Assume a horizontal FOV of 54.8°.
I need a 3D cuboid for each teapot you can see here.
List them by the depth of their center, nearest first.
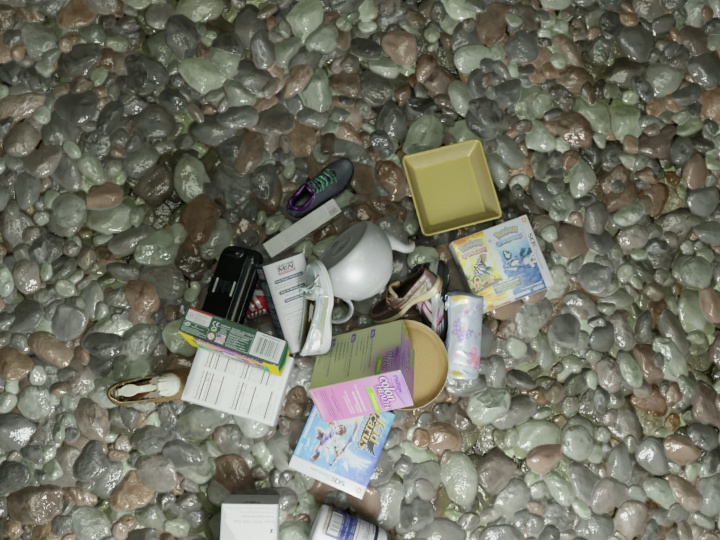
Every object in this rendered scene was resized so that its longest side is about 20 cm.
[{"bbox_3d":[0.000,0.000,1.557,0.146,0.199,0.198,47,39,-18],"label":"teapot"}]

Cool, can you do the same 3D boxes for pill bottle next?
[{"bbox_3d":[-0.010,0.591,1.487,0.199,0.111,0.112,23,80,0],"label":"pill bottle"}]

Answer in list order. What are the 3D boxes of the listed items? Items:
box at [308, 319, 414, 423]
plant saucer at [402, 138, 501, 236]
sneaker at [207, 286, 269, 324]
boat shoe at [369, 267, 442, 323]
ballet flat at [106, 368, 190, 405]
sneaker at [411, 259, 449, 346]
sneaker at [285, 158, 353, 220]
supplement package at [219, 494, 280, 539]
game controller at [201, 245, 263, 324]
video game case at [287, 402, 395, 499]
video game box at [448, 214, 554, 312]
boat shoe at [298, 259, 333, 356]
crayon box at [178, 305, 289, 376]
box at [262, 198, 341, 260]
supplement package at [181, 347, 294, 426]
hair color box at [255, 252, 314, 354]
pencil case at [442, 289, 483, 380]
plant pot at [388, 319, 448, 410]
[{"bbox_3d":[0.008,0.213,1.480,0.198,0.176,0.097,-15,118,14],"label":"box"},{"bbox_3d":[0.215,-0.194,1.658,0.198,0.048,0.202,-14,82,-5],"label":"plant saucer"},{"bbox_3d":[-0.252,0.099,1.569,0.198,0.071,0.113,4,77,5],"label":"sneaker"},{"bbox_3d":[0.087,0.051,1.552,0.072,0.199,0.073,38,40,-30],"label":"boat shoe"},{"bbox_3d":[-0.461,0.258,1.529,0.198,0.072,0.068,-7,81,-5],"label":"ballet flat"},{"bbox_3d":[0.159,0.075,1.607,0.086,0.080,0.202,2,92,34],"label":"sneaker"},{"bbox_3d":[-0.090,-0.193,1.617,0.200,0.088,0.074,-43,86,-9],"label":"sneaker"},{"bbox_3d":[-0.234,0.587,1.468,0.120,0.120,0.202,2,81,-4],"label":"supplement package"},{"bbox_3d":[-0.287,0.042,1.538,0.104,0.042,0.201,10,73,24],"label":"game controller"},{"bbox_3d":[-0.041,0.378,1.552,0.180,0.045,0.201,23,80,-1],"label":"video game case"},{"bbox_3d":[0.333,-0.014,1.639,0.199,0.047,0.183,-21,81,-7],"label":"video game box"},{"bbox_3d":[-0.100,0.080,1.472,0.064,0.074,0.204,-3,99,-29],"label":"boat shoe"},{"bbox_3d":[-0.241,0.142,1.358,0.199,0.173,0.059,20,76,0],"label":"crayon box"},{"bbox_3d":[-0.135,-0.096,1.623,0.199,0.039,0.042,-35,83,-8],"label":"box"},{"bbox_3d":[-0.258,0.236,1.505,0.198,0.152,0.152,17,79,-1],"label":"supplement package"},{"bbox_3d":[-0.149,0.070,1.521,0.099,0.060,0.202,-20,100,-23],"label":"hair color box"},{"bbox_3d":[0.230,0.146,1.570,0.090,0.083,0.202,0,93,-36],"label":"pencil case"},{"bbox_3d":[0.103,0.212,1.569,0.198,0.027,0.202,-1,86,17],"label":"plant pot"}]
